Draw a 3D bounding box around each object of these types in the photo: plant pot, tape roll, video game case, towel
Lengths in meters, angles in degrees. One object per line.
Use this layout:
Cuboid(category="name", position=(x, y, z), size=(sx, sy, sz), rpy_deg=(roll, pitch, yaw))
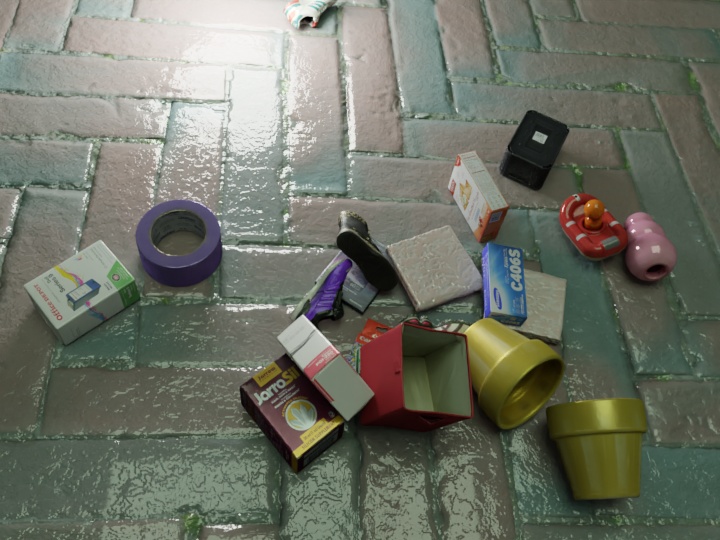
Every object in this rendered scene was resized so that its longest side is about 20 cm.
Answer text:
Cuboid(category="plant pot", position=(0.313, 0.212, 1.539), size=(0.199, 0.202, 0.189), rpy_deg=(-27, 49, -23))
Cuboid(category="tape roll", position=(-0.435, -0.067, 1.681), size=(0.197, 0.085, 0.202), rpy_deg=(3, 55, -5))
Cuboid(category="video game case", position=(0.000, 0.000, 1.733), size=(0.142, 0.019, 0.200), rpy_deg=(31, 59, 13))
Cuboid(category="plant pot", position=(0.497, 0.374, 1.447), size=(0.198, 0.201, 0.191), rpy_deg=(0, 72, -7))
Cuboid(category="towel", position=(0.184, -0.006, 1.732), size=(0.198, 0.032, 0.192), rpy_deg=(-18, 64, -22))
Cuboid(category="towel", position=(0.406, 0.078, 1.726), size=(0.198, 0.032, 0.193), rpy_deg=(14, 57, 3))

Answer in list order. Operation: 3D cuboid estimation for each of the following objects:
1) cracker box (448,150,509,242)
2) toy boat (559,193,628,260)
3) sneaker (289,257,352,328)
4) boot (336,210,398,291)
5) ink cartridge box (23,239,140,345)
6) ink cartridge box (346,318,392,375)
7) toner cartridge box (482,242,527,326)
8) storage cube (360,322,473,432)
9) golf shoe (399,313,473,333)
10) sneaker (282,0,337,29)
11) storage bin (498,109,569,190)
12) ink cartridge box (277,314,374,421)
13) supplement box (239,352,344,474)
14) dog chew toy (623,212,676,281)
Cuboid(category="cracker box", position=(0.306, -0.194, 1.831), size=(0.057, 0.135, 0.201), rpy_deg=(-15, 59, -16))
Cuboid(category="toy boat", position=(0.605, -0.132, 1.813), size=(0.129, 0.131, 0.201), rpy_deg=(-21, 49, -6))
Cuboid(category="sneaker", position=(-0.069, 0.066, 1.644), size=(0.099, 0.070, 0.200), rpy_deg=(39, 77, 7))
Cuboid(category="boot", position=(0.013, -0.052, 1.699), size=(0.200, 0.073, 0.151), rpy_deg=(42, 18, -23))
Cuboid(category="ink cartridge box", position=(-0.628, 0.049, 1.578), size=(0.199, 0.088, 0.145), rpy_deg=(-36, 68, -25))
Cuboid(category="ink cartridge box", position=(0.031, 0.198, 1.586), size=(0.108, 0.051, 0.201), rpy_deg=(21, 57, 7))
Cuboid(category="toner cartridge box", position=(0.351, 0.032, 1.700), size=(0.094, 0.043, 0.202), rpy_deg=(9, 56, -8))
Cuboid(category="storage cube", position=(0.111, 0.232, 1.455), size=(0.169, 0.180, 0.202), rpy_deg=(12, 64, -26))
Cuboid(category="golf shoe", position=(0.185, 0.158, 1.620), size=(0.197, 0.077, 0.089), rpy_deg=(6, 67, -11))
Cuboid(category="sneaker", position=(-0.147, -0.830, 2.242), size=(0.198, 0.070, 0.094), rpy_deg=(-26, 81, -24))
Cuboid(category="storage bin", position=(0.493, -0.344, 1.979), size=(0.134, 0.094, 0.201), rpy_deg=(27, 58, 11))
Cuboid(category="ink cartridge box", position=(-0.076, 0.200, 1.459), size=(0.085, 0.146, 0.200), rpy_deg=(-42, 33, -9))
Cuboid(category="supplement box", position=(-0.144, 0.299, 1.465), size=(0.130, 0.104, 0.200), rpy_deg=(-35, 67, -25))
Cuboid(category="dog chew toy", position=(0.746, -0.071, 1.820), size=(0.123, 0.125, 0.201), rpy_deg=(5, 48, -4))
